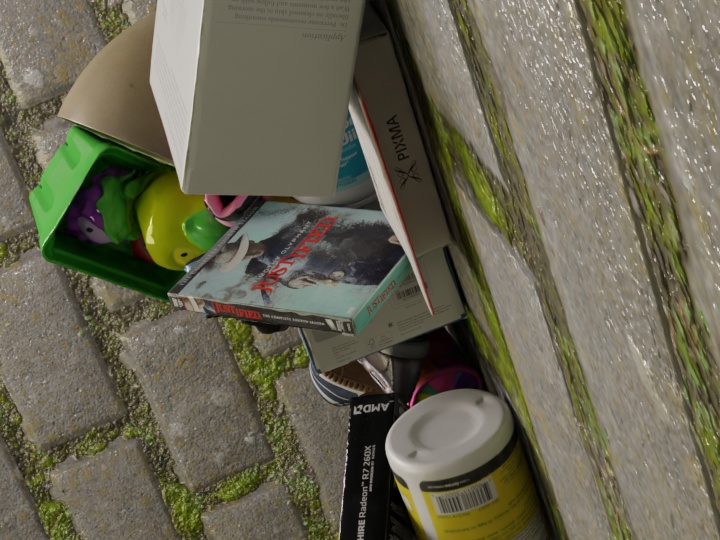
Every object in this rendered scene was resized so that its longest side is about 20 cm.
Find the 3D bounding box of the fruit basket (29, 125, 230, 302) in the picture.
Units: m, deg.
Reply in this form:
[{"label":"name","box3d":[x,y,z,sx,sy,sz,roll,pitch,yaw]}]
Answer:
[{"label":"fruit basket","box3d":[-0.204,-0.044,1.595,0.214,0.156,0.216,33,-168,-8]}]

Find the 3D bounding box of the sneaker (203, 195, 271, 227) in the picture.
[{"label":"sneaker","box3d":[-0.106,-0.136,1.456,0.095,0.078,0.203,-30,-52,-78]}]

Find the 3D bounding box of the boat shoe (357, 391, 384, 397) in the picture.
[{"label":"boat shoe","box3d":[0.052,0.170,1.586,0.075,0.069,0.199,41,-165,36]}]

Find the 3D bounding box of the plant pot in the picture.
[{"label":"plant pot","box3d":[-0.187,-0.179,1.605,0.200,0.198,0.136,-170,101,-87]}]

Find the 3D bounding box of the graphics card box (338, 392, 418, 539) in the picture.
[{"label":"graphics card box","box3d":[0.027,0.224,1.417,0.126,0.050,0.202,48,-139,-53]}]

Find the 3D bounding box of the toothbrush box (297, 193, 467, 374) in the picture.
[{"label":"toothbrush box","box3d":[0.000,0.000,1.465,0.200,0.145,0.086,-115,5,-71]}]

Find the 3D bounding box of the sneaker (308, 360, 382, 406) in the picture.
[{"label":"sneaker","box3d":[0.030,0.136,1.762,0.198,0.071,0.109,30,164,-4]}]

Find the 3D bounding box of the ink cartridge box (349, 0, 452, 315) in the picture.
[{"label":"ink cartridge box","box3d":[0.028,-0.094,1.249,0.177,0.044,0.202,-114,3,-56]}]

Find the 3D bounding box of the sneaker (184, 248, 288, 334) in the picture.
[{"label":"sneaker","box3d":[-0.118,0.015,1.548,0.200,0.081,0.074,73,174,-67]}]

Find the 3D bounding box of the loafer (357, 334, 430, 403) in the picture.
[{"label":"loafer","box3d":[0.008,0.070,1.514,0.200,0.071,0.064,-146,60,-68]}]

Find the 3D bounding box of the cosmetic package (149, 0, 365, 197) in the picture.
[{"label":"cosmetic package","box3d":[-0.080,-0.188,1.188,0.200,0.121,0.202,-115,31,-56]}]

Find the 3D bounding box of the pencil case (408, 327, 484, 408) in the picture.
[{"label":"pencil case","box3d":[0.063,0.087,1.571,0.200,0.087,0.089,-115,5,-62]}]

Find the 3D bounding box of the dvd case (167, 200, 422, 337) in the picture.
[{"label":"dvd case","box3d":[-0.048,-0.006,1.365,0.198,0.146,0.022,6,130,36]}]

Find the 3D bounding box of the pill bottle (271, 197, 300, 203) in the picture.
[{"label":"pill bottle","box3d":[-0.054,-0.090,1.599,0.201,0.108,0.110,109,147,-45]}]

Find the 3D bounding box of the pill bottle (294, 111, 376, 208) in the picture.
[{"label":"pill bottle","box3d":[-0.040,-0.160,1.398,0.111,0.110,0.201,-114,4,-49]}]

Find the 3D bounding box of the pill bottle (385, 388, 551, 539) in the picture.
[{"label":"pill bottle","box3d":[0.101,0.214,1.387,0.115,0.113,0.202,-117,7,-63]}]
